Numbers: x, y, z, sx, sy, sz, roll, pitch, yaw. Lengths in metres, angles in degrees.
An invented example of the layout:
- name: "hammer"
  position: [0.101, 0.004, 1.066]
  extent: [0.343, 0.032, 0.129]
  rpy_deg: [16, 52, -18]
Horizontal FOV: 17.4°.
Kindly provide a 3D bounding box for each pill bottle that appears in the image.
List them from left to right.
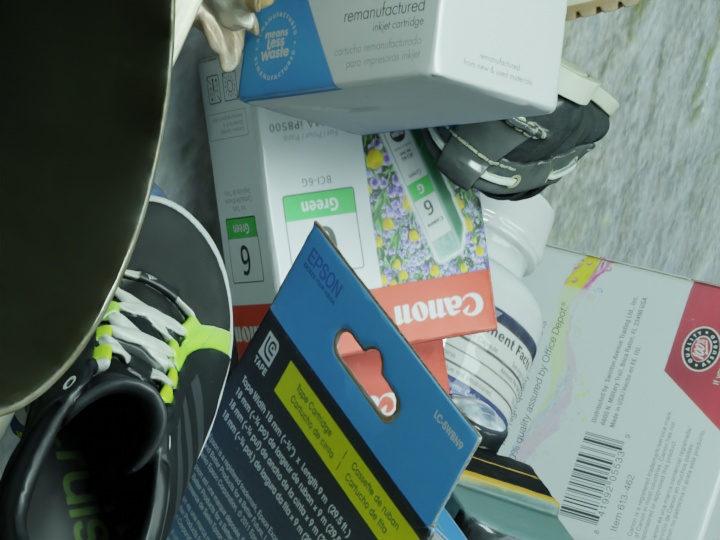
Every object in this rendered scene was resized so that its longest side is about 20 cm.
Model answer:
- name: "pill bottle"
  position: [0.021, 0.049, 1.117]
  extent: [0.201, 0.111, 0.111]
  rpy_deg: [-68, 152, -17]

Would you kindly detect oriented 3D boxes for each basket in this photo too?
- name: "basket"
  position: [-0.167, -0.071, 0.596]
  extent: [0.136, 0.199, 0.181]
  rpy_deg: [-35, 133, -54]

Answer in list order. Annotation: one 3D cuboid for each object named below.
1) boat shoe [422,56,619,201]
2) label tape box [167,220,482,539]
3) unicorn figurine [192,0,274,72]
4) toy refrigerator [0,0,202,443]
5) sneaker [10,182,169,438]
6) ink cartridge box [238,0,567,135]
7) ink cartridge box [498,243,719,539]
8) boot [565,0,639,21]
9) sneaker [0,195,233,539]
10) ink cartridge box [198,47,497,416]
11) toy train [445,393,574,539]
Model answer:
- name: "boat shoe"
  position: [0.065, -0.065, 0.994]
  extent: [0.068, 0.072, 0.200]
  rpy_deg: [-62, 173, 7]
- name: "label tape box"
  position: [-0.012, 0.106, 0.921]
  extent: [0.063, 0.144, 0.200]
  rpy_deg: [13, 117, -39]
- name: "unicorn figurine"
  position: [-0.065, -0.181, 0.851]
  extent: [0.074, 0.137, 0.200]
  rpy_deg: [-15, 133, -57]
- name: "toy refrigerator"
  position: [-0.119, -0.045, 0.788]
  extent: [0.201, 0.076, 0.070]
  rpy_deg: [-65, -164, -5]
- name: "sneaker"
  position: [-0.109, 0.018, 0.895]
  extent: [0.082, 0.074, 0.200]
  rpy_deg: [-57, 147, -30]
- name: "ink cartridge box"
  position: [0.023, -0.159, 0.891]
  extent: [0.068, 0.116, 0.201]
  rpy_deg: [13, 80, -40]
- name: "ink cartridge box"
  position: [0.104, 0.069, 1.193]
  extent: [0.146, 0.199, 0.083]
  rpy_deg: [-70, 155, -12]
- name: "boot"
  position: [0.068, -0.166, 1.021]
  extent: [0.075, 0.199, 0.108]
  rpy_deg: [-29, 120, -49]
- name: "sneaker"
  position: [-0.075, 0.050, 0.775]
  extent: [0.083, 0.072, 0.200]
  rpy_deg: [-45, -156, 50]
- name: "ink cartridge box"
  position: [0.000, 0.000, 1.013]
  extent: [0.109, 0.050, 0.201]
  rpy_deg: [-9, 91, -31]
- name: "toy train"
  position: [0.013, 0.152, 0.987]
  extent: [0.085, 0.114, 0.200]
  rpy_deg: [22, 106, -27]
